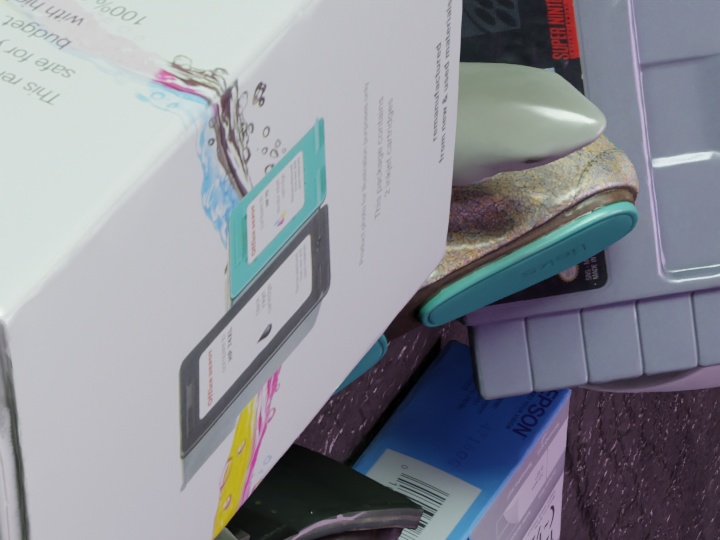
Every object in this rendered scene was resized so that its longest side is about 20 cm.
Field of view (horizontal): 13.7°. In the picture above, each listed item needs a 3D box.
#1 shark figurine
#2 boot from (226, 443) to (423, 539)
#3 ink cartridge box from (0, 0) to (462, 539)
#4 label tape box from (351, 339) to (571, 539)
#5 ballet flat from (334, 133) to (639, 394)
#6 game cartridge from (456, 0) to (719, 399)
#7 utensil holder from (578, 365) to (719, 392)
[{"bbox_3d":[-0.040,-0.013,0.969,0.214,0.128,0.090,-47,144,2],"label":"shark figurine"},{"bbox_3d":[-0.065,0.156,1.072,0.200,0.069,0.174,-10,120,-54],"label":"boot"},{"bbox_3d":[-0.086,-0.021,0.729,0.200,0.147,0.146,-49,152,-39],"label":"ink cartridge box"},{"bbox_3d":[0.030,0.151,1.289,0.143,0.066,0.200,-51,151,-38],"label":"label tape box"},{"bbox_3d":[0.000,0.000,1.045,0.200,0.067,0.068,-28,163,-8],"label":"ballet flat"},{"bbox_3d":[0.088,-0.056,1.085,0.038,0.130,0.200,-115,-165,-71],"label":"game cartridge"},{"bbox_3d":[0.140,-0.030,1.243,0.200,0.170,0.170,-4,113,-66],"label":"utensil holder"}]
